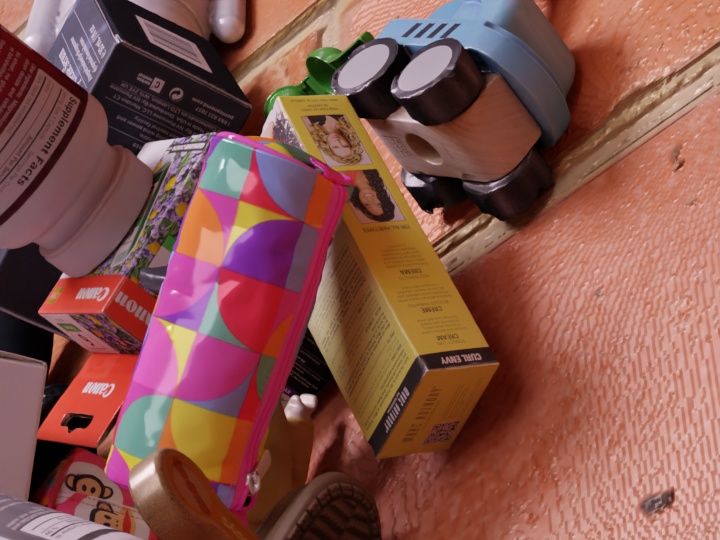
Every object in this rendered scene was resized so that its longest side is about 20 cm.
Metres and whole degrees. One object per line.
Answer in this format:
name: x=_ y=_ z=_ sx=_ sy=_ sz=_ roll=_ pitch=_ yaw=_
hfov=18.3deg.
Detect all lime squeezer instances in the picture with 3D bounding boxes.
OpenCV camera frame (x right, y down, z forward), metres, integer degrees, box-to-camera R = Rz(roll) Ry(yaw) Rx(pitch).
lime squeezer: x=-0.039 y=-0.105 z=1.466 sx=0.200 sy=0.038 sz=0.071 roll=-41 pitch=23 yaw=38

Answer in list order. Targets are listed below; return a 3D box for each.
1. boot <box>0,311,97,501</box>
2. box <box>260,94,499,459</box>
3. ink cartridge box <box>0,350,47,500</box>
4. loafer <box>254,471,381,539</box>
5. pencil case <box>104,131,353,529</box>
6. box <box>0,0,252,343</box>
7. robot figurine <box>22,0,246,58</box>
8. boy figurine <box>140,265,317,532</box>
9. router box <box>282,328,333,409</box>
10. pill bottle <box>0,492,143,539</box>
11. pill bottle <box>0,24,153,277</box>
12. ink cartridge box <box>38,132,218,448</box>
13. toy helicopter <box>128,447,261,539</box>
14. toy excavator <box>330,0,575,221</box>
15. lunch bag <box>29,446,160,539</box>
boot: x=-0.223 y=0.091 z=1.497 sx=0.168 sy=0.076 sz=0.202 roll=-13 pitch=56 yaw=54
box: x=0.000 y=0.000 z=1.204 sx=0.201 sy=0.050 sz=0.076 roll=60 pitch=140 yaw=33
ink cartridge box: x=-0.249 y=0.131 z=1.311 sx=0.200 sy=0.082 sz=0.148 roll=149 pitch=130 yaw=-68
loafer: x=-0.058 y=0.193 z=1.157 sx=0.068 sy=0.076 sz=0.201 roll=11 pitch=70 yaw=52
pencil case: x=-0.064 y=0.032 z=1.150 sx=0.088 sy=0.088 sz=0.202 roll=17 pitch=92 yaw=59
box: x=-0.177 y=-0.071 z=1.525 sx=0.201 sy=0.107 sz=0.149 roll=-61 pitch=24 yaw=12
robot figurine: x=-0.168 y=-0.190 z=1.672 sx=0.168 sy=0.113 sz=0.201 roll=-7 pitch=44 yaw=7
boy figurine: x=-0.074 y=0.096 z=1.237 sx=0.064 sy=0.124 sz=0.202 roll=7 pitch=103 yaw=49
router box: x=-0.060 y=0.013 z=1.367 sx=0.149 sy=0.051 sz=0.200 roll=-46 pitch=29 yaw=14
pill bottle: x=-0.160 y=0.177 z=1.104 sx=0.199 sy=0.116 sz=0.117 roll=14 pitch=68 yaw=28
pill bottle: x=-0.229 y=-0.087 z=1.358 sx=0.113 sy=0.200 sz=0.113 roll=-42 pitch=24 yaw=23
ink cartridge box: x=-0.146 y=0.011 z=1.382 sx=0.201 sy=0.050 sz=0.109 roll=-59 pitch=24 yaw=-17
toy helicopter: x=-0.036 y=0.162 z=1.030 sx=0.079 sy=0.200 sz=0.133 roll=-36 pitch=20 yaw=20
toy excavator: x=0.073 y=-0.138 z=1.311 sx=0.200 sy=0.100 sz=0.194 roll=-49 pitch=29 yaw=-18
lunch bag: x=-0.177 y=0.221 z=1.274 sx=0.176 sy=0.081 sz=0.201 roll=-54 pitch=23 yaw=42
